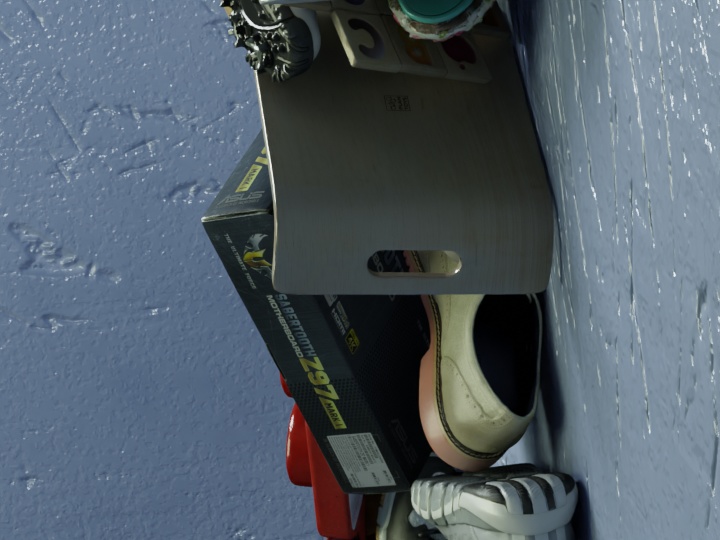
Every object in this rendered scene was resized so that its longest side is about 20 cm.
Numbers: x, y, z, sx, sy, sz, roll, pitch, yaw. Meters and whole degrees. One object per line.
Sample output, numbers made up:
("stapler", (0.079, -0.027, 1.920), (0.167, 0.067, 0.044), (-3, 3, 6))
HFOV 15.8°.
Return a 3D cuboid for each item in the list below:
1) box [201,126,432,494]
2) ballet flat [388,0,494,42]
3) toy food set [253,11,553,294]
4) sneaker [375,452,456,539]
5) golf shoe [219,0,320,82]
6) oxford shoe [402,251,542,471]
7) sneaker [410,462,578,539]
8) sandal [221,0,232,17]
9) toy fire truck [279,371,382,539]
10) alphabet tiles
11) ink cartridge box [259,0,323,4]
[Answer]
("box", (0.000, 0.000, 1.451), (0.201, 0.051, 0.158), (65, -145, -29))
("ballet flat", (0.047, -0.192, 1.347), (0.064, 0.075, 0.201), (74, -164, -59))
("toy food set", (0.014, -0.065, 1.358), (0.201, 0.143, 0.061), (-101, 15, -46))
("sneaker", (0.061, 0.222, 1.733), (0.088, 0.075, 0.201), (-4, 88, 62))
("golf shoe", (-0.035, -0.177, 1.367), (0.201, 0.094, 0.078), (-109, 17, -45))
("oxford shoe", (0.070, 0.003, 1.394), (0.074, 0.070, 0.201), (-37, 54, 55))
("sneaker", (0.075, 0.165, 1.376), (0.200, 0.075, 0.116), (162, 101, -84))
("sandal", (-0.111, -0.212, 1.469), (0.078, 0.069, 0.213), (1, 120, 62))
("toy fire truck", (-0.006, 0.126, 1.795), (0.168, 0.111, 0.201), (-70, -19, -52))
("alphabet tiles", (-0.002, -0.184, 1.356), (0.006, 0.166, 0.201), (-41, 60, 36))
("ink cartridge box", (0.009, -0.234, 1.224), (0.145, 0.087, 0.201), (-7, 87, 49))
